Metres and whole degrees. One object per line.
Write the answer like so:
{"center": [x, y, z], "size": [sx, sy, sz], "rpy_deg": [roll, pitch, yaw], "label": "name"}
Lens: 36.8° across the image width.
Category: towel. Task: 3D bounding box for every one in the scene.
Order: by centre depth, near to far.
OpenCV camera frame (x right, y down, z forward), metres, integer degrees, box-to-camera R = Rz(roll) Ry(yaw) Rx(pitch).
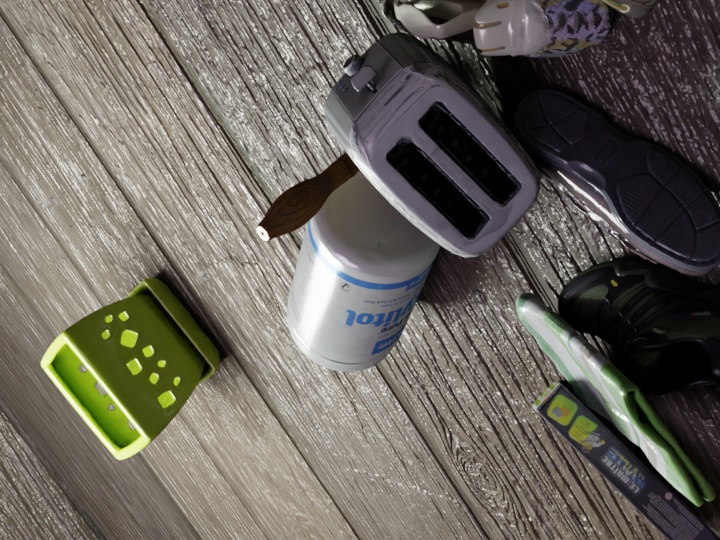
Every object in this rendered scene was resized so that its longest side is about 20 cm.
{"center": [0.208, 0.106, 0.921], "size": [0.149, 0.031, 0.200], "rpy_deg": [48, -178, -25], "label": "towel"}

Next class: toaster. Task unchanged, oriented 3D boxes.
{"center": [0.063, -0.093, 0.869], "size": [0.200, 0.114, 0.129], "rpy_deg": [43, -170, -18], "label": "toaster"}

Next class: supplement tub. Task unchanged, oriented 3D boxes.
{"center": [0.000, 0.000, 1.090], "size": [0.132, 0.132, 0.201], "rpy_deg": [40, 148, 15], "label": "supplement tub"}

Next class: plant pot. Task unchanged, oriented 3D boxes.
{"center": [-0.333, 0.138, 1.607], "size": [0.200, 0.181, 0.200], "rpy_deg": [51, 148, -4], "label": "plant pot"}

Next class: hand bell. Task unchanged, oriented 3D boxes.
{"center": [-0.017, -0.089, 0.950], "size": [0.104, 0.200, 0.105], "rpy_deg": [31, 144, 26], "label": "hand bell"}

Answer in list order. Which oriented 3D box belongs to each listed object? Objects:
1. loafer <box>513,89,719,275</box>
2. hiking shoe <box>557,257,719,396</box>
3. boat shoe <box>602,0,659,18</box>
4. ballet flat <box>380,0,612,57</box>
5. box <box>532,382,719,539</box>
{"center": [0.202, -0.065, 0.842], "size": [0.200, 0.072, 0.063], "rpy_deg": [43, 169, 22], "label": "loafer"}
{"center": [0.232, 0.050, 0.878], "size": [0.199, 0.100, 0.076], "rpy_deg": [10, 130, 46], "label": "hiking shoe"}
{"center": [0.125, -0.245, 0.727], "size": [0.201, 0.072, 0.061], "rpy_deg": [38, 142, 11], "label": "boat shoe"}
{"center": [0.093, -0.193, 0.827], "size": [0.199, 0.072, 0.073], "rpy_deg": [22, 139, 37], "label": "ballet flat"}
{"center": [0.247, 0.189, 1.020], "size": [0.200, 0.035, 0.110], "rpy_deg": [45, -179, 8], "label": "box"}
